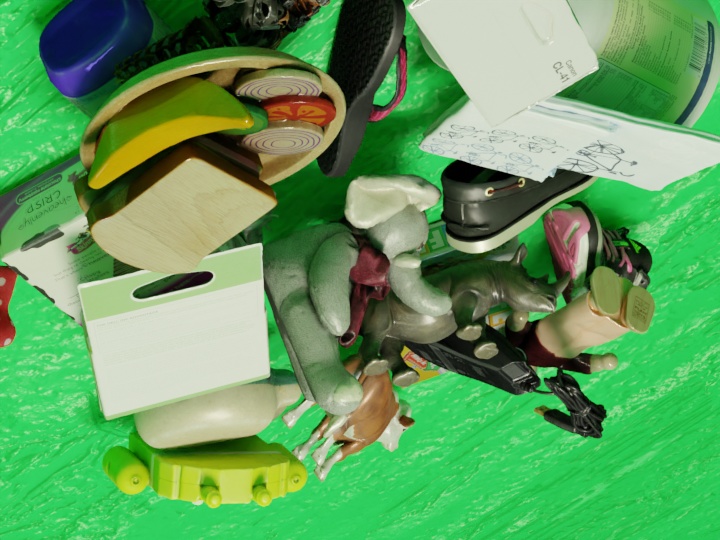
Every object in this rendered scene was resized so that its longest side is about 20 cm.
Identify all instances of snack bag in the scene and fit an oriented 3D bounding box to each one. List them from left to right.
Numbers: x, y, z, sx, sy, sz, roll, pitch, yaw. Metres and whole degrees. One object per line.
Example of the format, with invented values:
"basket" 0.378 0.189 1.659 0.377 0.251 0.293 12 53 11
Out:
"snack bag" 0.152 -0.087 1.178 0.197 0.022 0.189 12 172 -9

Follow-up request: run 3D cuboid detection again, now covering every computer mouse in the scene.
"computer mouse" 0.135 0.087 1.492 0.046 0.198 0.140 -62 144 -13

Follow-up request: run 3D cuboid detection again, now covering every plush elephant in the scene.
"plush elephant" 0.000 0.000 1.334 0.153 0.202 0.165 -22 176 -7

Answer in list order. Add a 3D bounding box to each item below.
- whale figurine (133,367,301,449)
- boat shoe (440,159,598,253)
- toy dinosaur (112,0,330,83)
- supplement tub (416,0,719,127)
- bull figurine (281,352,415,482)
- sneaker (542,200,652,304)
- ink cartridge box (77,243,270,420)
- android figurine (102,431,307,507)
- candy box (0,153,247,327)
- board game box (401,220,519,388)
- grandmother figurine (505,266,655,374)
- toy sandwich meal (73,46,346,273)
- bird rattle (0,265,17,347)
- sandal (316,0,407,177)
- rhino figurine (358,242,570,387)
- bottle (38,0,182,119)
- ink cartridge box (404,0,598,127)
"whale figurine" -0.129 0.102 1.488 0.157 0.105 0.200 -13 171 14
"boat shoe" 0.137 -0.089 1.323 0.201 0.073 0.064 -36 129 -36
"toy dinosaur" -0.068 -0.180 1.097 0.201 0.101 0.136 -55 165 -19
"supplement tub" 0.150 -0.172 1.192 0.199 0.146 0.145 17 131 -42
"bull figurine" -0.007 0.137 1.565 0.121 0.065 0.200 -41 158 -12
"sneaker" 0.222 -0.014 1.518 0.086 0.074 0.200 -21 151 1
"ink cartridge box" -0.146 0.035 1.300 0.144 0.048 0.201 -14 146 -10
"android figurine" -0.137 0.177 1.501 0.180 0.200 0.042 2 99 -24
"candy box" -0.180 -0.016 1.309 0.135 0.062 0.200 -26 147 9
"board game box" 0.083 0.025 1.530 0.133 0.034 0.201 -19 146 -3
"grandmother figurine" 0.181 0.061 1.510 0.121 0.061 0.199 36 145 -17
"toy sandwich meal" -0.101 -0.073 1.120 0.202 0.071 0.206 -12 156 -5
"bird rattle" -0.336 0.033 1.220 0.111 0.165 0.201 -8 139 14
"sandal" 0.007 -0.143 1.226 0.044 0.076 0.201 -5 151 -17
"rhino figurine" 0.087 0.031 1.429 0.198 0.088 0.060 -18 141 -2
"bottle" -0.143 -0.120 1.178 0.083 0.066 0.200 -35 144 7
"ink cartridge box" 0.057 -0.213 1.035 0.085 0.202 0.148 -28 145 12
